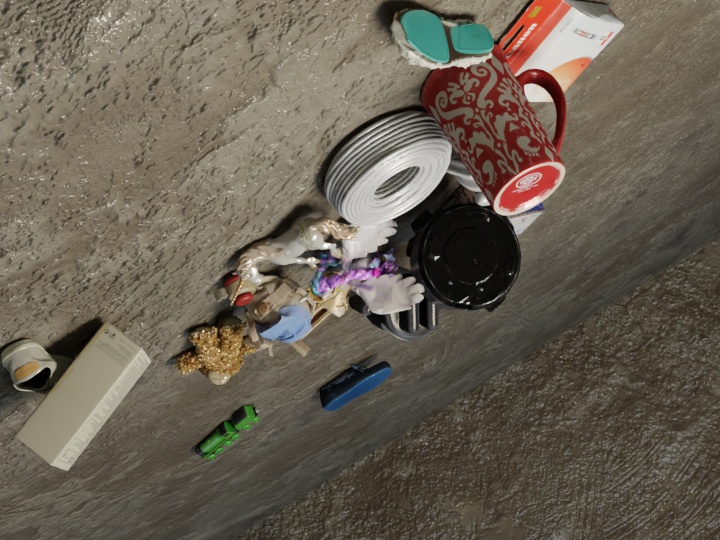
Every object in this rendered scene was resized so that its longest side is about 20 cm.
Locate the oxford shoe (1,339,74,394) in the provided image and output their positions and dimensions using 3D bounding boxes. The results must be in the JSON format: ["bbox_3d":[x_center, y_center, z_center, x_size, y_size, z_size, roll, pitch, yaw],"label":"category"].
[{"bbox_3d":[-0.455,0.154,1.314,0.075,0.058,0.200,-32,162,-7],"label":"oxford shoe"}]

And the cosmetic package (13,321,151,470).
[{"bbox_3d":[-0.396,0.182,1.315,0.201,0.073,0.104,-53,174,-17],"label":"cosmetic package"}]

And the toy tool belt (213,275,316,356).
[{"bbox_3d":[-0.143,0.077,1.484,0.124,0.124,0.200,-28,162,16],"label":"toy tool belt"}]

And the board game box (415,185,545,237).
[{"bbox_3d":[0.219,-0.082,1.712,0.158,0.098,0.200,-12,153,-44],"label":"board game box"}]

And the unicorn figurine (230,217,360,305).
[{"bbox_3d":[-0.104,-0.031,1.390,0.136,0.074,0.200,8,136,-50],"label":"unicorn figurine"}]

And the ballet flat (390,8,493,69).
[{"bbox_3d":[0.090,-0.273,1.115,0.198,0.072,0.072,-8,150,-49],"label":"ballet flat"}]

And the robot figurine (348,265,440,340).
[{"bbox_3d":[0.072,0.056,1.694,0.150,0.199,0.126,36,85,-27],"label":"robot figurine"}]

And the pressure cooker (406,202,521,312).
[{"bbox_3d":[0.168,-0.019,1.531,0.175,0.179,0.200,0,176,-3],"label":"pressure cooker"}]

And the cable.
[{"bbox_3d":[0.040,-0.145,1.329,0.198,0.070,0.200,-14,154,-42],"label":"cable"}]

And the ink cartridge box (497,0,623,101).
[{"bbox_3d":[0.271,-0.314,1.311,0.199,0.050,0.162,-16,154,-47],"label":"ink cartridge box"}]

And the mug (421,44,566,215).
[{"bbox_3d":[0.199,-0.197,1.221,0.176,0.202,0.133,-31,153,11],"label":"mug"}]

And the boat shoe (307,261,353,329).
[{"bbox_3d":[-0.055,0.057,1.668,0.199,0.070,0.074,-36,160,11],"label":"boat shoe"}]

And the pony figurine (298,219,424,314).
[{"bbox_3d":[0.000,0.000,1.511,0.191,0.169,0.200,-22,-176,13],"label":"pony figurine"}]

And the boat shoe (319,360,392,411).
[{"bbox_3d":[-0.020,0.270,2.243,0.198,0.069,0.084,-28,148,4],"label":"boat shoe"}]

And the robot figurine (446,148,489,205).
[{"bbox_3d":[0.218,-0.187,1.436,0.198,0.112,0.172,-11,118,-44],"label":"robot figurine"}]

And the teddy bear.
[{"bbox_3d":[-0.248,0.145,1.590,0.143,0.067,0.201,-14,153,-36],"label":"teddy bear"}]

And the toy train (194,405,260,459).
[{"bbox_3d":[-0.308,0.374,2.090,0.200,0.042,0.056,-41,149,23],"label":"toy train"}]
